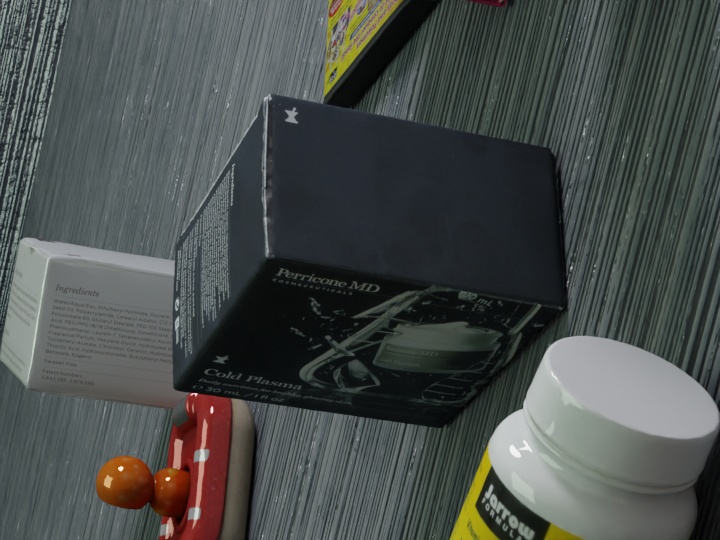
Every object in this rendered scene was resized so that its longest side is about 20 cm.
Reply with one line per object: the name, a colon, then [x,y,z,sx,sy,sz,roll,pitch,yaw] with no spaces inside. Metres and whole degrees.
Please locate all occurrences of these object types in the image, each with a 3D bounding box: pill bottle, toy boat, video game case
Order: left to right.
toy boat: [-0.174,0.201,1.838,0.130,0.130,0.201,141,137,-63]
video game case: [0.018,-0.255,1.697,0.200,0.025,0.182,135,142,-59]
pill bottle: [0.106,0.142,1.064,0.114,0.114,0.201,-112,37,-59]

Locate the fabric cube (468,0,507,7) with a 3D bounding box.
fabric cube: [0.020,-0.328,1.454,0.200,0.199,0.197,-112,36,-60]

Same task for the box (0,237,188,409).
box: [-0.235,0.052,2.001,0.199,0.199,0.131,-161,81,-72]

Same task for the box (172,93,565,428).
box: [0.000,0.000,1.326,0.197,0.199,0.124,127,147,-54]
